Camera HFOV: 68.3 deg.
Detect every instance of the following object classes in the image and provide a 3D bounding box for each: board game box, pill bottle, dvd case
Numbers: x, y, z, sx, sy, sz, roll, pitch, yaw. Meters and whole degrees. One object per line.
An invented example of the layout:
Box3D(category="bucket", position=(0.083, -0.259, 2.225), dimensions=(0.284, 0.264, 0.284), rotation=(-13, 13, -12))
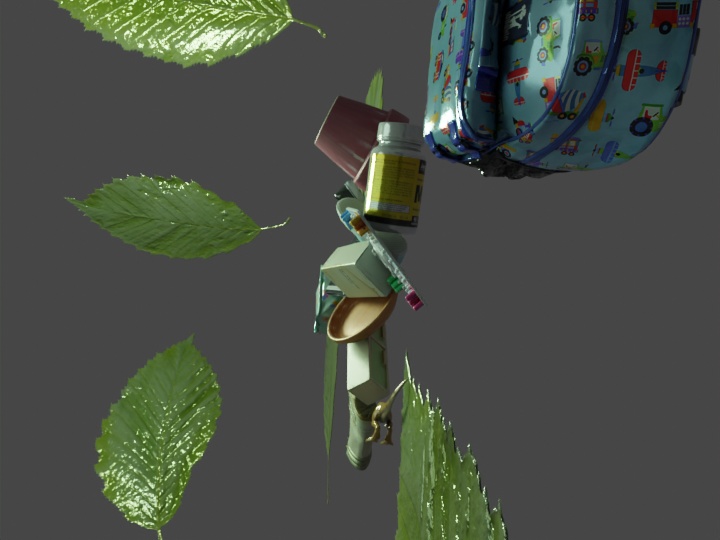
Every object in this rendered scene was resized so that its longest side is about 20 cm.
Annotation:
Box3D(category="board game box", position=(0.036, -0.025, 0.971), dimensions=(0.201, 0.026, 0.200), rotation=(53, 179, -11))
Box3D(category="pill bottle", position=(0.069, -0.178, 1.035), dimensions=(0.114, 0.112, 0.204), rotation=(-123, 39, -79))
Box3D(category="dvd case", position=(-0.018, -0.027, 1.349), dimensions=(0.202, 0.016, 0.148), rotation=(-62, 19, -11))

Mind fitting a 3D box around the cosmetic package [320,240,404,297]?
Box3D(category="cosmetic package", position=(0.000, 0.000, 1.166), dimensions=(0.073, 0.104, 0.199), rotation=(-50, 15, -18))

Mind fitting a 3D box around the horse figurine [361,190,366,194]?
Box3D(category="horse figurine", position=(0.015, -0.219, 1.730), dimensions=(0.201, 0.049, 0.135), rotation=(-113, 12, -60))

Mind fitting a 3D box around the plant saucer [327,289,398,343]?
Box3D(category="plant saucer", position=(0.010, 0.090, 1.199), dimensions=(0.199, 0.038, 0.201), rotation=(-35, 24, 18))

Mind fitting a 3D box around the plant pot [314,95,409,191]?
Box3D(category="plant pot", position=(-0.005, -0.317, 1.277), dimensions=(0.202, 0.177, 0.200), rotation=(-61, 7, 13))

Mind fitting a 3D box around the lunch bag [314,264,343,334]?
Box3D(category="lunch bag", position=(-0.040, 0.075, 1.469), dimensions=(0.123, 0.167, 0.203), rotation=(100, 174, -51))

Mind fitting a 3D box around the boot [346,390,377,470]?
Box3D(category="boot", position=(0.000, 0.369, 1.302), dimensions=(0.200, 0.071, 0.158), rotation=(-106, 21, -72))

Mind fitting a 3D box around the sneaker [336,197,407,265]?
Box3D(category="sneaker", position=(0.017, -0.077, 1.172), dimensions=(0.200, 0.073, 0.083), rotation=(45, 150, 23))

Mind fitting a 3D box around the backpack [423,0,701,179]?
Box3D(category="backpack", position=(0.137, -0.161, 0.385), dimensions=(0.200, 0.132, 0.187), rotation=(-135, 51, -78))

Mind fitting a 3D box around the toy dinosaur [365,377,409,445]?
Box3D(category="toy dinosaur", position=(0.044, 0.283, 1.044), dimensions=(0.201, 0.059, 0.108), rotation=(112, 165, -65))

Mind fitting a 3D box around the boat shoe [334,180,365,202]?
Box3D(category="boat shoe", position=(0.009, -0.111, 1.233), dimensions=(0.202, 0.066, 0.070), rotation=(56, 180, -5))

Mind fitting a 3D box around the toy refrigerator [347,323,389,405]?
Box3D(category="toy refrigerator", position=(0.019, 0.190, 1.203), dimensions=(0.069, 0.076, 0.202), rotation=(-31, 36, 25))
